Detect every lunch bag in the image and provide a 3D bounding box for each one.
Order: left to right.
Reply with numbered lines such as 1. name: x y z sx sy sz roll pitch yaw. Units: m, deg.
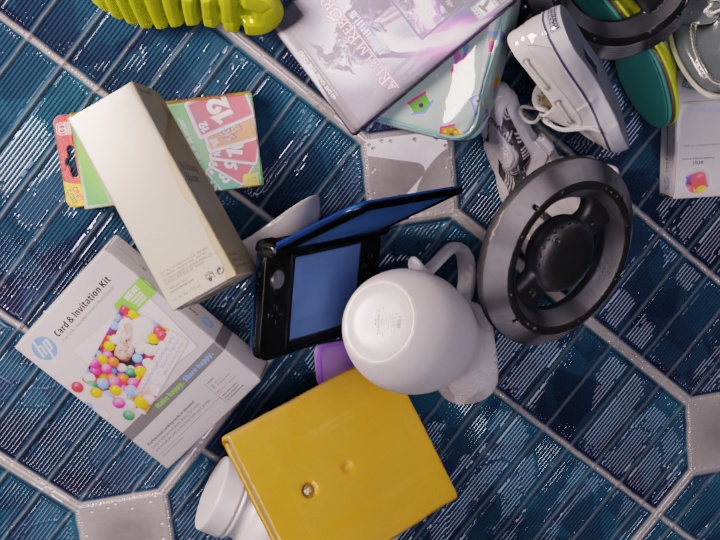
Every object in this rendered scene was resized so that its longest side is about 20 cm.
1. lunch bag: 0.067 -0.236 1.123 0.160 0.077 0.200 15 97 15

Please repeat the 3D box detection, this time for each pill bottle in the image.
1. pill bottle: -0.069 0.272 1.214 0.200 0.111 0.111 25 97 -14

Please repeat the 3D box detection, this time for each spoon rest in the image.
1. spoon rest: -0.120 -0.013 1.157 0.200 0.099 0.061 -42 88 13

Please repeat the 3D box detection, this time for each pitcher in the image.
1. pitcher: 0.067 0.042 1.148 0.121 0.200 0.172 -6 76 30

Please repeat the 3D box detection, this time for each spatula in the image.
1. spatula: 0.048 0.097 1.243 0.199 0.021 0.057 -5 102 -10

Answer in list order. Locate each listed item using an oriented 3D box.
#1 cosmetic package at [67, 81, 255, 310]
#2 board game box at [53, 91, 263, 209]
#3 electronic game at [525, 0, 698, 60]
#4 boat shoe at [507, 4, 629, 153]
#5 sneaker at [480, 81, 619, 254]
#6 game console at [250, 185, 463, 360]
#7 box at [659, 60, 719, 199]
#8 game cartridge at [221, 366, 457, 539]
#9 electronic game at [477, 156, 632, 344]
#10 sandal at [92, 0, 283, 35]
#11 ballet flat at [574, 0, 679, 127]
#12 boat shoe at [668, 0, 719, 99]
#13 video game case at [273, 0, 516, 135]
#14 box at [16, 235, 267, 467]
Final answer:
1. cosmetic package: -0.182 -0.068 1.063 0.073 0.104 0.200 -28 91 6
2. board game box: -0.202 -0.121 1.144 0.200 0.030 0.096 -8 104 -7
3. electronic game: 0.252 -0.304 1.107 0.200 0.042 0.200 -6 115 -12
4. boat shoe: 0.199 -0.174 1.127 0.086 0.075 0.202 -19 145 25
5. sneaker: 0.200 -0.117 1.199 0.115 0.075 0.200 -22 110 -7
6. game console: 0.000 0.000 1.109 0.200 0.118 0.171 -14 112 -54
7. box: 0.408 -0.183 1.238 0.156 0.041 0.201 -4 102 -9
8. game cartridge: -0.019 0.205 1.174 0.200 0.032 0.177 -26 88 -27
9. electronic game: 0.199 -0.018 1.148 0.200 0.042 0.200 -15 119 -29
10. sandal: -0.171 -0.283 1.097 0.199 0.080 0.087 7 64 -5
11. ballet flat: 0.291 -0.248 1.194 0.067 0.067 0.200 -43 106 -24
12. boat shoe: 0.357 -0.276 1.159 0.073 0.062 0.201 -1 78 -8
13. video game case: 0.028 -0.247 1.084 0.200 0.019 0.143 -38 83 14
14. box: -0.219 0.085 1.143 0.200 0.041 0.156 42 113 -11
